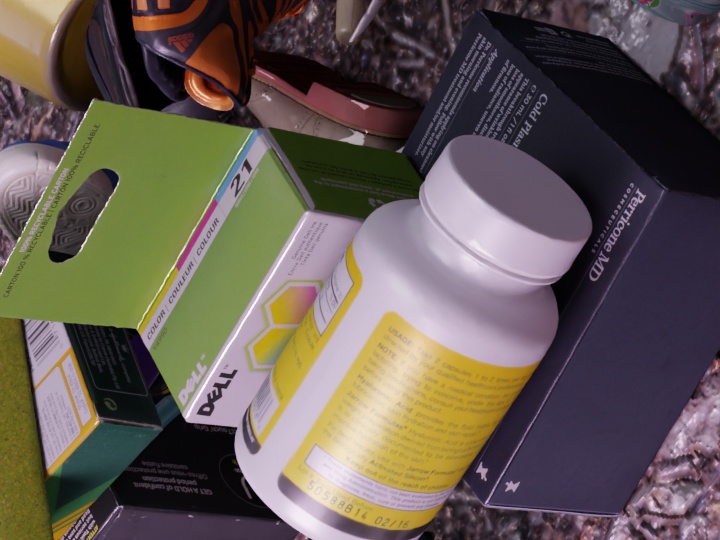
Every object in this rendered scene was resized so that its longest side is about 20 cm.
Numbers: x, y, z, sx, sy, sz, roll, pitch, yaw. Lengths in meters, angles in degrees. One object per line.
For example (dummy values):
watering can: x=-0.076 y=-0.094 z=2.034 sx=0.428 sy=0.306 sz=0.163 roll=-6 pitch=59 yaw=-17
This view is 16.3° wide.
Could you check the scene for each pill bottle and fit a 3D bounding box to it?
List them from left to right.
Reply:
pill bottle: x=0.029 y=0.036 z=1.241 sx=0.200 sy=0.111 sz=0.111 roll=-58 pitch=45 yaw=27

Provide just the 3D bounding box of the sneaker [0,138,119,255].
sneaker: x=-0.173 y=-0.062 z=1.594 sx=0.077 sy=0.200 sz=0.111 roll=-37 pitch=55 yaw=23

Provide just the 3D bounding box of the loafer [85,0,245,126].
loafer: x=-0.117 y=-0.101 z=1.551 sx=0.200 sy=0.072 sz=0.063 roll=57 pitch=158 yaw=29

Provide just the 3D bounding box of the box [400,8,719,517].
box: x=0.100 y=-0.003 z=1.331 sx=0.182 sy=0.104 sz=0.200 roll=51 pitch=122 yaw=43

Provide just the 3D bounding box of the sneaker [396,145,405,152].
sneaker: x=0.000 y=0.000 z=1.453 sx=0.200 sy=0.066 sz=0.091 roll=-42 pitch=9 yaw=41

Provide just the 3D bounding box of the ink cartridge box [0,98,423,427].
ink cartridge box: x=-0.073 y=0.003 z=1.299 sx=0.148 sy=0.200 sz=0.076 roll=-58 pitch=45 yaw=27

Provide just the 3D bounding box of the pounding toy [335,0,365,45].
pounding toy: x=0.026 y=-0.237 z=1.429 sx=0.184 sy=0.142 sz=0.200 roll=35 pitch=109 yaw=47

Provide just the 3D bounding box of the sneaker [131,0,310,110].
sneaker: x=-0.073 y=-0.151 z=1.496 sx=0.077 sy=0.200 sz=0.112 roll=4 pitch=95 yaw=38

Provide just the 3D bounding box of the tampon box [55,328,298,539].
tampon box: x=-0.158 y=0.123 z=1.576 sx=0.126 sy=0.150 sz=0.200 roll=-54 pitch=47 yaw=27

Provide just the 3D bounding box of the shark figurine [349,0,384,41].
shark figurine: x=-0.010 y=-0.224 z=1.345 sx=0.215 sy=0.128 sz=0.090 roll=57 pitch=142 yaw=24

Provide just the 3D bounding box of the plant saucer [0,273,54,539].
plant saucer: x=-0.265 y=0.125 z=1.469 sx=0.200 sy=0.048 sz=0.200 roll=-32 pitch=59 yaw=39

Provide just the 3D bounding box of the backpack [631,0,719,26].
backpack: x=0.123 y=-0.217 z=1.282 sx=0.127 sy=0.200 sz=0.167 roll=-60 pitch=7 yaw=30

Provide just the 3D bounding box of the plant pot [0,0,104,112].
plant pot: x=-0.216 y=-0.209 z=1.689 sx=0.189 sy=0.201 sz=0.201 roll=39 pitch=114 yaw=28

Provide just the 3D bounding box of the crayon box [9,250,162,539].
crayon box: x=-0.207 y=0.099 z=1.484 sx=0.200 sy=0.052 sz=0.126 roll=-46 pitch=52 yaw=31

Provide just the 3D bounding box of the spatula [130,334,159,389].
spatula: x=-0.090 y=0.022 z=1.519 sx=0.056 sy=0.200 sz=0.021 roll=2 pitch=127 yaw=55

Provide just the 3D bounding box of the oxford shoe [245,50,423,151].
oxford shoe: x=-0.043 y=-0.090 z=1.544 sx=0.200 sy=0.070 sz=0.075 roll=28 pitch=112 yaw=51

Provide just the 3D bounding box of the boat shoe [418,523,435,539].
boat shoe: x=-0.011 y=0.216 z=1.447 sx=0.199 sy=0.074 sz=0.066 roll=-45 pitch=54 yaw=36
